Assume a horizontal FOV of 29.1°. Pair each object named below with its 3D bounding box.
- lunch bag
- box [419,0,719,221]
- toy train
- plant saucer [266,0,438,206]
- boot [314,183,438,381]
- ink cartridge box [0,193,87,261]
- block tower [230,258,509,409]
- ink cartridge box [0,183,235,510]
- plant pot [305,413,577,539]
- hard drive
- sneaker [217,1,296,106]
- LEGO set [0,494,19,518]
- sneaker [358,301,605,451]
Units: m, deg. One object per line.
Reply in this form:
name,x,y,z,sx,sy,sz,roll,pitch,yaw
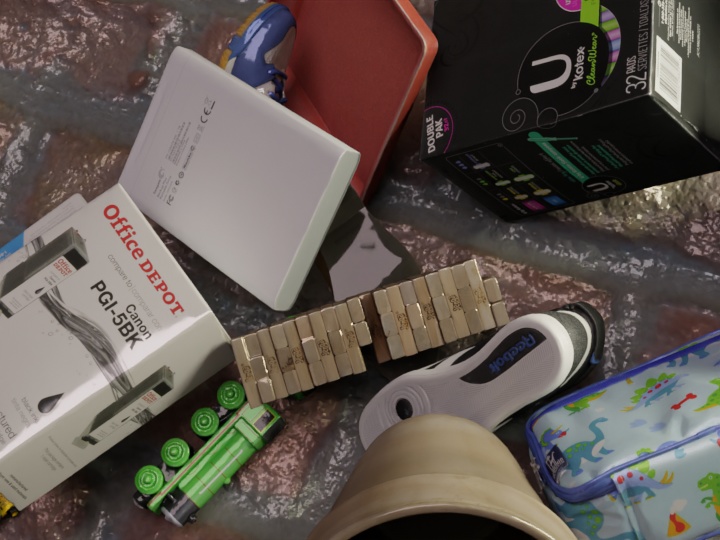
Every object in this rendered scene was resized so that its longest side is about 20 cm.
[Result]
lunch bag,0.214,0.113,0.939,0.198,0.161,0.083,-23,104,4
box,0.161,-0.142,1.043,0.199,0.124,0.150,-13,60,39
toy train,-0.094,0.118,1.075,0.056,0.042,0.200,41,80,15
plant saucer,-0.013,-0.175,1.123,0.036,0.201,0.200,-13,56,-30
boot,0.000,0.000,1.096,0.073,0.076,0.201,-29,80,-7
ink cartridge box,-0.215,0.050,1.119,0.115,0.068,0.200,-36,62,-5
block tower,0.006,0.044,1.029,0.198,0.058,0.055,-18,91,-2
ink cartridge box,-0.215,0.053,1.027,0.199,0.083,0.147,-35,63,-10
plant pot,0.053,0.189,0.910,0.198,0.202,0.174,-12,24,8
hard drive,-0.100,-0.075,1.081,0.199,0.027,0.133,34,105,34
sneaker,-0.081,-0.116,1.143,0.088,0.075,0.202,25,100,22
LEGO set,-0.346,0.110,1.096,0.153,0.116,0.201,-35,63,-3
sneaker,0.099,0.088,1.027,0.199,0.111,0.074,-31,78,36
